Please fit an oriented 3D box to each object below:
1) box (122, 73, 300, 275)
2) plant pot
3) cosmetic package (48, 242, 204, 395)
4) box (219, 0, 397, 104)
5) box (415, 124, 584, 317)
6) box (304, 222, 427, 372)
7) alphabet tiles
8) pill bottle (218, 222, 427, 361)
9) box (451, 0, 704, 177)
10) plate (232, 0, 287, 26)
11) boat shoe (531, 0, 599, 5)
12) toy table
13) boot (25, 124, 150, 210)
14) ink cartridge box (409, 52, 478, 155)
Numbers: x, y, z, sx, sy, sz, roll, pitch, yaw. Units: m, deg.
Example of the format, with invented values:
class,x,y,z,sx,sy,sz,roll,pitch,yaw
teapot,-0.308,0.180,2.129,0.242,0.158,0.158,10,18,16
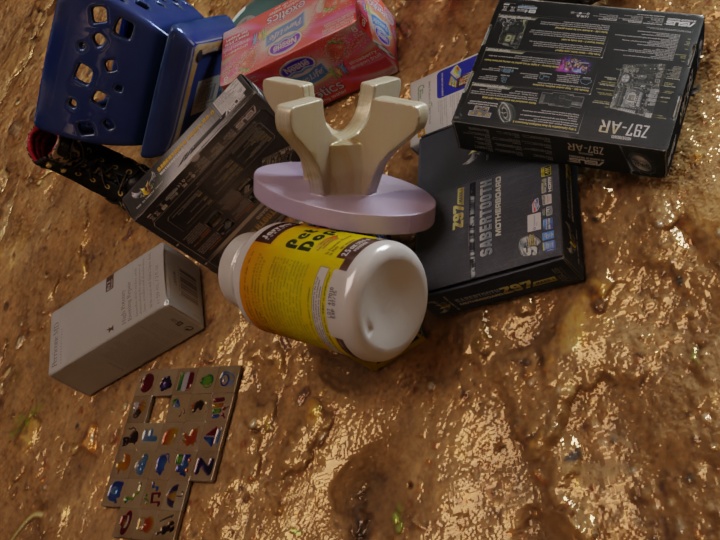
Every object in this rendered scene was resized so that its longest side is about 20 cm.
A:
class,x,y,z,sx,sy,sz,roll,pitch,yaw
box,-0.148,-0.103,1.145,0.200,0.158,0.048,-45,47,8
plant pot,-0.276,-0.258,1.273,0.179,0.200,0.200,21,112,8
cosmetic package,-0.289,0.061,1.218,0.200,0.074,0.102,-30,48,20
box,-0.064,-0.268,1.215,0.200,0.103,0.095,-19,53,25
box,0.132,-0.066,0.970,0.157,0.051,0.200,-16,53,32
box,0.000,0.000,1.027,0.070,0.064,0.200,-34,48,18
alphabet tiles,-0.217,0.204,1.116,0.167,0.008,0.200,-7,60,36
pill bottle,-0.042,0.014,0.928,0.200,0.109,0.109,11,71,43
box,0.205,-0.176,0.930,0.200,0.044,0.160,11,64,22
plate,-0.141,-0.323,1.372,0.200,0.026,0.201,-20,54,29
boat shoe,0.253,-0.316,0.998,0.200,0.067,0.057,-40,46,-11
toy table,-0.016,-0.118,0.966,0.200,0.184,0.117,11,114,21
boot,-0.350,-0.135,1.329,0.200,0.150,0.073,32,93,47
ink cartridge box,0.143,-0.194,1.054,0.200,0.037,0.095,-21,51,31
